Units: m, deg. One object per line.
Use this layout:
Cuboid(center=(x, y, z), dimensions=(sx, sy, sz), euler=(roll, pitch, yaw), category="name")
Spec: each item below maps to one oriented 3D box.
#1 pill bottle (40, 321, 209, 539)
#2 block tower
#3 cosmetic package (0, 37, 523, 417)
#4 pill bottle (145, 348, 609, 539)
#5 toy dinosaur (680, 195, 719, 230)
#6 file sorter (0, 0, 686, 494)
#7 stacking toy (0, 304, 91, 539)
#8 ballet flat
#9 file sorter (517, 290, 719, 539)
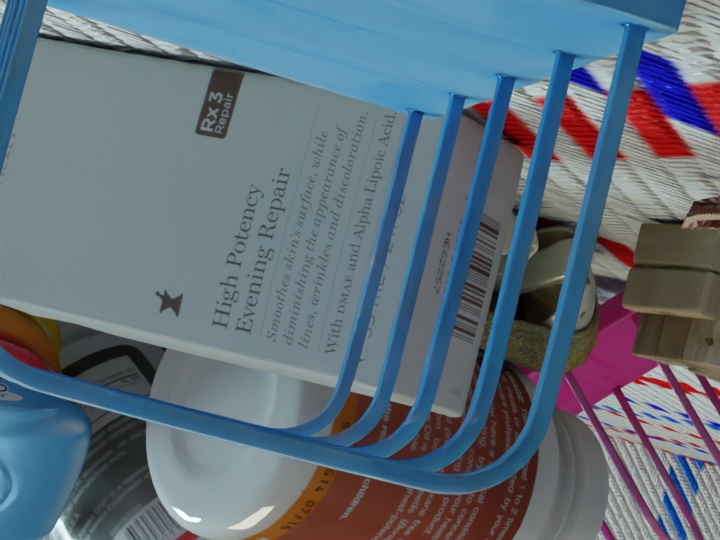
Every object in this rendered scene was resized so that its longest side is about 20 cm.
Cuboid(center=(-0.109, 0.103, 0.992), dimensions=(0.114, 0.114, 0.200), euler=(20, -159, -48), category="pill bottle")
Cuboid(center=(0.201, 0.033, 0.844), dimensions=(0.200, 0.054, 0.058), euler=(18, 175, -27), category="block tower")
Cuboid(center=(-0.050, -0.019, 0.737), dimensions=(0.199, 0.102, 0.074), euler=(11, 173, 27), category="cosmetic package")
Cuboid(center=(0.014, 0.080, 0.897), dimensions=(0.200, 0.113, 0.112), euler=(21, 172, -40), category="pill bottle")
Cuboid(center=(0.227, 0.022, 0.749), dimensions=(0.200, 0.105, 0.181), euler=(51, -166, 7), category="toy dinosaur")
Cuboid(center=(-0.031, -0.021, 0.510), dimensions=(0.138, 0.123, 0.200), euler=(15, 175, -13), category="file sorter")
Cuboid(center=(-0.179, 0.017, 0.947), dimensions=(0.116, 0.200, 0.110), euler=(13, 136, -13), category="stacking toy")
Cuboid(center=(0.061, 0.000, 0.888), dimensions=(0.071, 0.071, 0.200), euler=(10, 175, 43), category="ballet flat")
Cuboid(center=(0.110, 0.122, 1.121), dimensions=(0.200, 0.126, 0.139), euler=(-32, 161, 13), category="file sorter")
